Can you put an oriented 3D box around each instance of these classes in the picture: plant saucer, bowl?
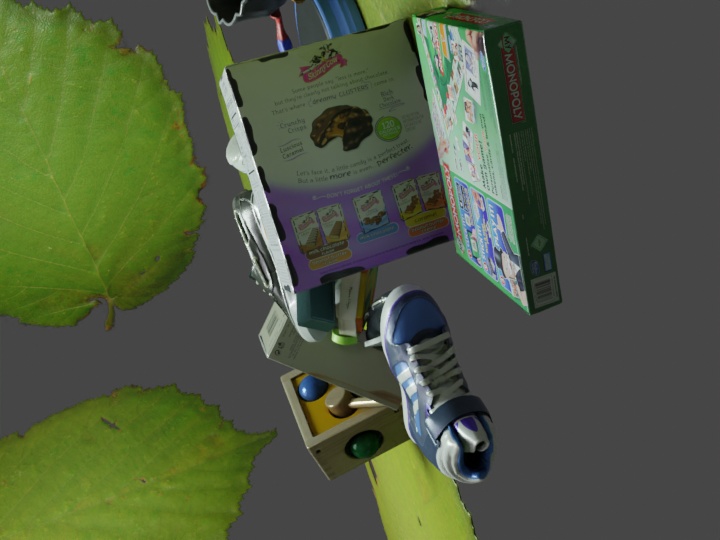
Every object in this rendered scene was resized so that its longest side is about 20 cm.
[{"bbox_3d":[-0.054,-0.029,1.010,0.070,0.019,0.201,19,-114,-57],"label":"plant saucer"},{"bbox_3d":[-0.028,-0.235,0.954,0.201,0.039,0.201,161,90,-80],"label":"bowl"}]

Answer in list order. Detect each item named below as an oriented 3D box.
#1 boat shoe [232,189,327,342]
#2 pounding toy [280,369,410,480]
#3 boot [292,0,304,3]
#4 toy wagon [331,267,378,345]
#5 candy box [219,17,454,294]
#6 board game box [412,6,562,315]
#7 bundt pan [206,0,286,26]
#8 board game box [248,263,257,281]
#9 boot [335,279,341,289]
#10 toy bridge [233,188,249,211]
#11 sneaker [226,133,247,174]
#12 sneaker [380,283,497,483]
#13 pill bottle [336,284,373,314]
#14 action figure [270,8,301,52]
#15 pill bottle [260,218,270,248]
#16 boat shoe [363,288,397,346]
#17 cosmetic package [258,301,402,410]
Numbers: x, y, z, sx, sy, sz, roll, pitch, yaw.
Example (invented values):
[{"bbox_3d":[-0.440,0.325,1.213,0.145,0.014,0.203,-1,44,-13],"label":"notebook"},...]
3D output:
[{"bbox_3d":[-0.095,-0.005,1.017,0.071,0.064,0.201,-34,-73,-57],"label":"boat shoe"},{"bbox_3d":[-0.007,0.207,1.300,0.200,0.184,0.142,61,178,47],"label":"pounding toy"},{"bbox_3d":[-0.078,-0.384,0.835,0.155,0.077,0.200,44,121,23],"label":"boot"},{"bbox_3d":[0.000,0.000,1.088,0.200,0.039,0.156,-61,-21,-72],"label":"toy wagon"},{"bbox_3d":[-0.016,-0.101,0.749,0.072,0.167,0.201,-174,67,-76],"label":"candy box"},{"bbox_3d":[0.090,-0.084,0.610,0.135,0.029,0.201,-127,21,-64],"label":"board game box"},{"bbox_3d":[-0.132,-0.398,1.013,0.202,0.076,0.203,27,121,59],"label":"bundt pan"},{"bbox_3d":[-0.101,-0.078,1.145,0.200,0.028,0.136,124,171,-61],"label":"board game box"},{"bbox_3d":[-0.044,-0.070,1.089,0.096,0.073,0.200,110,166,-49],"label":"boot"},{"bbox_3d":[-0.111,-0.132,1.188,0.027,0.200,0.067,38,140,3],"label":"toy bridge"},{"bbox_3d":[-0.100,-0.178,1.057,0.200,0.072,0.072,-28,53,52],"label":"sneaker"},{"bbox_3d":[0.092,0.122,0.868,0.146,0.080,0.201,28,132,62],"label":"sneaker"},{"bbox_3d":[-0.054,-0.013,1.279,0.113,0.112,0.200,87,162,-57],"label":"pill bottle"},{"bbox_3d":[-0.071,-0.238,1.102,0.099,0.065,0.200,-110,8,-47],"label":"action figure"},{"bbox_3d":[-0.022,-0.072,0.895,0.200,0.112,0.112,-22,86,60],"label":"pill bottle"},{"bbox_3d":[0.042,0.059,1.024,0.200,0.075,0.061,140,119,-77],"label":"boat shoe"},{"bbox_3d":[-0.031,0.110,1.145,0.071,0.200,0.105,-63,16,6],"label":"cosmetic package"}]
